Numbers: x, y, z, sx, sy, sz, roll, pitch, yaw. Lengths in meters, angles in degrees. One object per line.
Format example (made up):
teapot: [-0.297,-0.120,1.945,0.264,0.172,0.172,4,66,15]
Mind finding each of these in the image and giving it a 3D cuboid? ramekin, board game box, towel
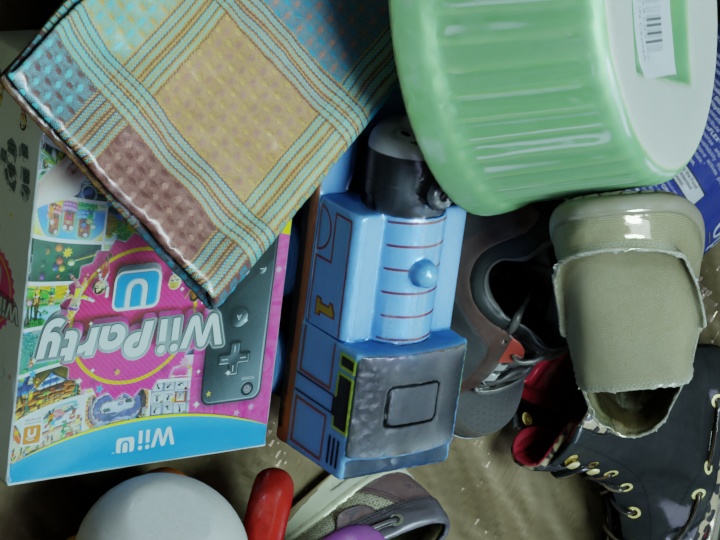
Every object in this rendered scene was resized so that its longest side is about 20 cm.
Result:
ramekin: [0.097,-0.127,1.258,0.200,0.098,0.200,-2,90,-65]
board game box: [-0.107,-0.011,1.259,0.148,0.064,0.200,-7,114,-36]
towel: [-0.056,-0.101,1.209,0.147,0.022,0.200,47,57,-17]

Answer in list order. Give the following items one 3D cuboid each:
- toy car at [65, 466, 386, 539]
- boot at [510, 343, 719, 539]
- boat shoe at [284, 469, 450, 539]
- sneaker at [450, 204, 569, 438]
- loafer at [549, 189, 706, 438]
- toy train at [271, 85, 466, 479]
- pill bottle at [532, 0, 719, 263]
toy car: [-0.049,0.172,1.310,0.150,0.200,0.175,-45,163,-37]
boot: [0.143,0.119,1.517,0.151,0.073,0.200,23,101,-39]
boat shoe: [-0.035,0.180,1.404,0.200,0.065,0.072,-43,132,-15]
sneaker: [0.070,0.033,1.391,0.077,0.082,0.200,-36,146,-22]
loafer: [0.134,0.023,1.305,0.200,0.076,0.068,65,20,-63]
toy train: [0.000,0.000,1.315,0.087,0.114,0.200,-7,115,-38]
pill bottle: [0.172,-0.075,1.423,0.200,0.112,0.112,-41,130,-17]
